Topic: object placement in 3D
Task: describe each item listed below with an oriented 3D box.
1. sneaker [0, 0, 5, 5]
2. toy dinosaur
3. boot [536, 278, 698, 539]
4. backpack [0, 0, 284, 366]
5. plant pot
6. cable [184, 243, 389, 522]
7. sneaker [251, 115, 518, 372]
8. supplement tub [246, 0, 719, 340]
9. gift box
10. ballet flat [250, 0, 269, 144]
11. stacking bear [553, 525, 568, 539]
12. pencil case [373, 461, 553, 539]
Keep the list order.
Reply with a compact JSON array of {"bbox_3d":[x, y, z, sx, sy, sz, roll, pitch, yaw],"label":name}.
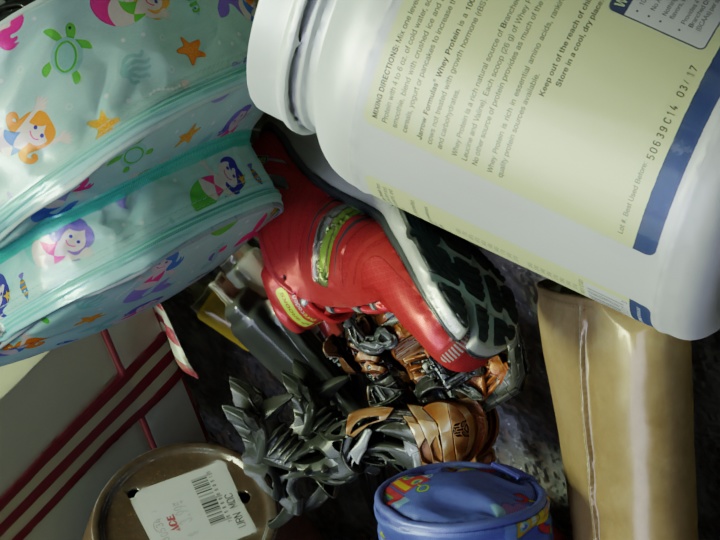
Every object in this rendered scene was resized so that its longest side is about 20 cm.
[{"bbox_3d":[-0.240,-0.147,1.503,0.200,0.076,0.080,60,150,-7],"label":"sneaker"},{"bbox_3d":[0.017,0.071,1.362,0.135,0.201,0.102,-9,159,20],"label":"toy dinosaur"},{"bbox_3d":[0.135,0.109,1.262,0.175,0.066,0.201,10,106,58],"label":"boot"},{"bbox_3d":[-0.121,-0.056,1.274,0.151,0.177,0.200,56,137,9],"label":"backpack"},{"bbox_3d":[-0.077,0.182,1.468,0.187,0.187,0.200,29,148,26],"label":"plant pot"},{"bbox_3d":[-0.005,0.050,1.463,0.200,0.050,0.097,46,125,-12],"label":"cable"},{"bbox_3d":[0.000,0.000,1.305,0.077,0.085,0.200,33,-171,-40],"label":"sneaker"},{"bbox_3d":[0.072,-0.076,1.094,0.200,0.145,0.145,26,135,16],"label":"supplement tub"},{"bbox_3d":[-0.184,0.063,1.492,0.200,0.187,0.185,33,157,26],"label":"gift box"},{"bbox_3d":[-0.072,-0.078,1.399,0.067,0.067,0.200,30,139,-7],"label":"ballet flat"},{"bbox_3d":[0.068,0.203,1.444,0.121,0.114,0.200,24,129,30],"label":"stacking bear"},{"bbox_3d":[0.057,0.183,1.326,0.078,0.087,0.201,22,127,48],"label":"pencil case"}]
